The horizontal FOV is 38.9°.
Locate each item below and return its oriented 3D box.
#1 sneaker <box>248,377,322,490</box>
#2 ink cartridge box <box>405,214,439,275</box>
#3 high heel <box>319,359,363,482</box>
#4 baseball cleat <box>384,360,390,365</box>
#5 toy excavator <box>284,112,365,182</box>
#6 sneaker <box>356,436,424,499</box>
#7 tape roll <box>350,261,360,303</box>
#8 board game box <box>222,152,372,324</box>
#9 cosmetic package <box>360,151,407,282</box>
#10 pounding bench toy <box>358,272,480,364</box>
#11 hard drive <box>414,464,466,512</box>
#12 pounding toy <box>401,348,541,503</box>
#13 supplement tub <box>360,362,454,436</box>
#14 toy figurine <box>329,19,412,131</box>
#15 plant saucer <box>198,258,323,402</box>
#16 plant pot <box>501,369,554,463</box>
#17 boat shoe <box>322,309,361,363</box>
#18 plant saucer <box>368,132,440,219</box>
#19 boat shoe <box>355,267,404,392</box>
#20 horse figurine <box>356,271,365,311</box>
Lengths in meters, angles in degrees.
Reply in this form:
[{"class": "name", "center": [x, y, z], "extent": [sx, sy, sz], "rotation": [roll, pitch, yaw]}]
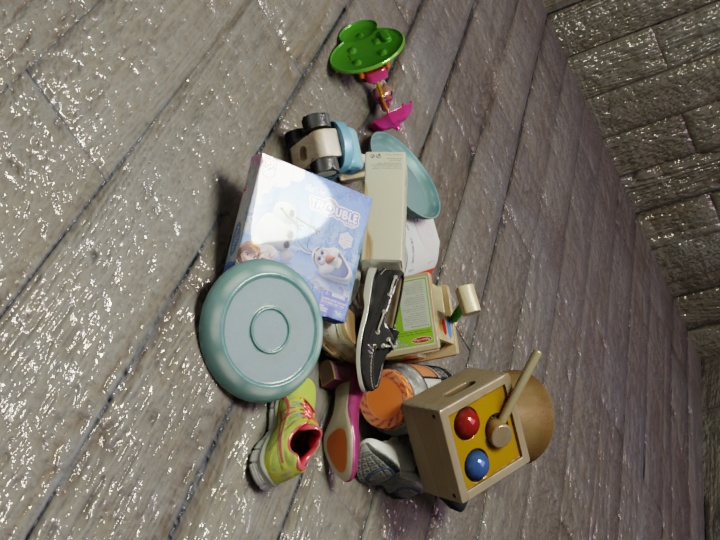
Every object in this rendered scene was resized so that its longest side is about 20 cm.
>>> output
[{"class": "sneaker", "center": [-0.087, 0.228, 1.463], "extent": [0.078, 0.090, 0.201], "rotation": [54, 32, -29]}, {"class": "ink cartridge box", "center": [0.116, -0.018, 2.008], "extent": [0.162, 0.057, 0.202], "rotation": [-17, 86, -62]}, {"class": "high heel", "center": [-0.013, 0.240, 1.618], "extent": [0.095, 0.067, 0.202], "rotation": [21, 44, -44]}, {"class": "baseball cleat", "center": [0.099, 0.119, 1.879], "extent": [0.199, 0.069, 0.108], "rotation": [-12, 87, -63]}, {"class": "toy excavator", "center": [-0.035, -0.191, 1.750], "extent": [0.198, 0.194, 0.101], "rotation": [-5, 78, -33]}, {"class": "sneaker", "center": [0.043, 0.314, 1.691], "extent": [0.200, 0.074, 0.088], "rotation": [49, 28, -53]}, {"class": "tape roll", "center": [-0.079, -0.030, 1.634], "extent": [0.202, 0.070, 0.205], "rotation": [36, 45, -48]}, {"class": "board game box", "center": [-0.091, -0.044, 1.508], "extent": [0.198, 0.043, 0.201], "rotation": [19, 76, -29]}, {"class": "cosmetic package", "center": [0.041, -0.089, 1.722], "extent": [0.105, 0.070, 0.202], "rotation": [79, 13, -65]}, {"class": "pounding bench toy", "center": [0.119, 0.080, 1.712], "extent": [0.156, 0.198, 0.126], "rotation": [25, 55, -68]}, {"class": "hard drive", "center": [0.164, 0.324, 1.771], "extent": [0.141, 0.033, 0.200], "rotation": [-63, 147, -18]}, {"class": "pounding toy", "center": [0.195, 0.241, 1.636], "extent": [0.199, 0.142, 0.186], "rotation": [-23, 104, -32]}, {"class": "supplement tub", "center": [0.087, 0.221, 1.748], "extent": [0.199, 0.121, 0.124], "rotation": [13, 64, -58]}, {"class": "toy figurine", "center": [0.032, -0.365, 1.994], "extent": [0.201, 0.149, 0.185], "rotation": [-110, 179, -52]}, {"class": "plant saucer", "center": [-0.131, 0.084, 1.430], "extent": [0.198, 0.027, 0.203], "rotation": [2, 86, -34]}, {"class": "plant pot", "center": [0.242, 0.284, 1.965], "extent": [0.199, 0.185, 0.189], "rotation": [7, 69, -45]}, {"class": "boat shoe", "center": [-0.033, 0.109, 1.647], "extent": [0.200, 0.068, 0.075], "rotation": [61, 21, -67]}, {"class": "plant saucer", "center": [0.080, -0.179, 1.983], "extent": [0.200, 0.027, 0.201], "rotation": [38, 31, -27]}, {"class": "boat shoe", "center": [0.034, 0.094, 1.619], "extent": [0.074, 0.060, 0.202], "rotation": [53, 41, -66]}, {"class": "horse figurine", "center": [0.000, 0.000, 1.785], "extent": [0.134, 0.049, 0.200], "rotation": [70, 25, -19]}]
